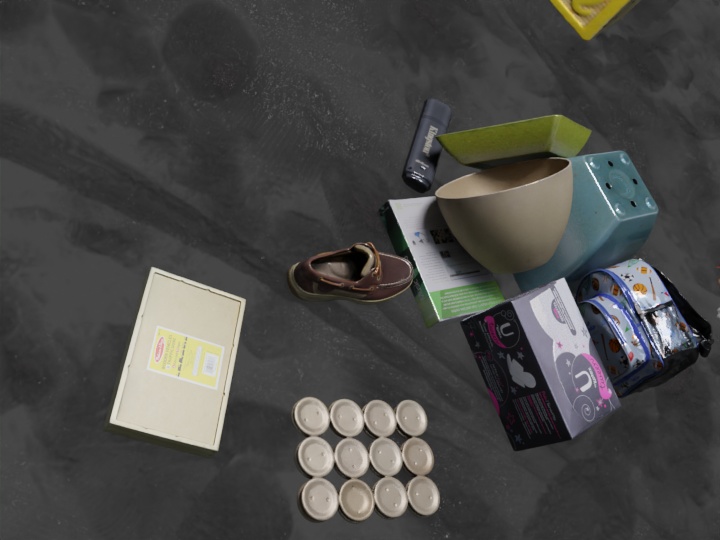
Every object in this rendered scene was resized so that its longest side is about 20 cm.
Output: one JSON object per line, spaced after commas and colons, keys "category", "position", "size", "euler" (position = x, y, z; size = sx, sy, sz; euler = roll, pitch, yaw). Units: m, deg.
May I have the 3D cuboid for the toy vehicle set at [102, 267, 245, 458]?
{"category": "toy vehicle set", "position": [-0.208, 0.103, 0.943], "size": [0.124, 0.027, 0.201], "euler": [21, 53, -21]}

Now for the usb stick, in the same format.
{"category": "usb stick", "position": [0.110, -0.208, 1.340], "size": [0.055, 0.033, 0.201], "euler": [31, 50, -15]}

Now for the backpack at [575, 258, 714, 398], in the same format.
{"category": "backpack", "position": [0.409, 0.086, 1.268], "size": [0.153, 0.200, 0.192], "euler": [-7, 65, -20]}

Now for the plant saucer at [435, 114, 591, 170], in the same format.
{"category": "plant saucer", "position": [0.247, -0.194, 1.296], "size": [0.200, 0.198, 0.048], "euler": [-3, 88, -61]}

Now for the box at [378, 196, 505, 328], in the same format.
{"category": "box", "position": [0.124, -0.018, 1.233], "size": [0.144, 0.036, 0.201], "euler": [-8, 66, -37]}

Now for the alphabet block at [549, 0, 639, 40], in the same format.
{"category": "alphabet block", "position": [0.535, -0.658, 1.791], "size": [0.197, 0.195, 0.200], "euler": [49, 47, 4]}

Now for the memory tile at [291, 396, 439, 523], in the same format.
{"category": "memory tile", "position": [0.007, 0.234, 1.014], "size": [0.199, 0.017, 0.154], "euler": [8, 59, -31]}

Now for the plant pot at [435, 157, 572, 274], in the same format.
{"category": "plant pot", "position": [0.221, -0.073, 1.202], "size": [0.200, 0.199, 0.135], "euler": [-27, 108, -41]}

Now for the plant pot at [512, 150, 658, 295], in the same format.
{"category": "plant pot", "position": [0.352, -0.089, 1.317], "size": [0.195, 0.200, 0.197], "euler": [-12, 69, -38]}

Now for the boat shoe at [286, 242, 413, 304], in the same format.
{"category": "boat shoe", "position": [0.000, 0.000, 1.113], "size": [0.199, 0.072, 0.073], "euler": [1, 62, -33]}

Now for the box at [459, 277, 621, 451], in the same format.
{"category": "box", "position": [0.255, 0.131, 1.154], "size": [0.132, 0.115, 0.201], "euler": [-19, 85, -39]}

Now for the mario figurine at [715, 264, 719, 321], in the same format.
{"category": "mario figurine", "position": [0.735, 0.056, 1.583], "size": [0.123, 0.105, 0.202], "euler": [25, 53, -67]}
